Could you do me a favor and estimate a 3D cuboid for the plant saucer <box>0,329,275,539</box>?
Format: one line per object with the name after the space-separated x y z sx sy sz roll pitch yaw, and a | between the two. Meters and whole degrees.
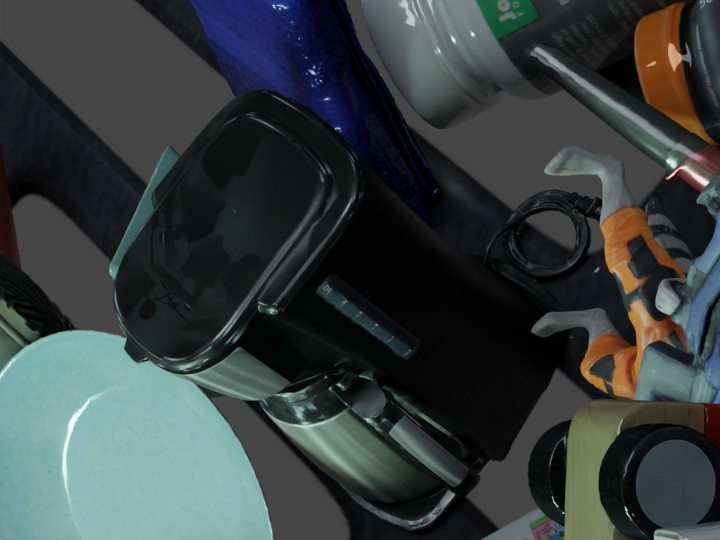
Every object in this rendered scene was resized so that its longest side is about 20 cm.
-0.113 0.122 1.251 0.200 0.039 0.203 12 111 32 | plant saucer

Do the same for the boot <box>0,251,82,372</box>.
-0.231 0.097 1.321 0.200 0.182 0.073 -37 29 8 | boot

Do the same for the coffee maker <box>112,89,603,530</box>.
0.000 0.000 1.183 0.134 0.200 0.193 10 69 39 | coffee maker

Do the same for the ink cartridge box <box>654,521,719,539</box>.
0.219 0.183 0.915 0.198 0.041 0.202 -6 88 -10 | ink cartridge box

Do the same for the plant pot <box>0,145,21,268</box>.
-0.281 0.003 1.411 0.200 0.200 0.178 -34 57 15 | plant pot

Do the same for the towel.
-0.033 -0.114 1.285 0.049 0.201 0.148 -38 45 -12 | towel

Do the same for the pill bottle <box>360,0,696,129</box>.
0.107 -0.157 1.260 0.199 0.113 0.114 -27 50 21 | pill bottle

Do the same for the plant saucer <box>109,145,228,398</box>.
-0.081 0.007 1.253 0.019 0.200 0.070 18 74 18 | plant saucer

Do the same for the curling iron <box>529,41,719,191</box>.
0.158 -0.045 1.146 0.200 0.050 0.026 36 78 13 | curling iron

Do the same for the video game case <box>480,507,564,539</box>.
0.116 0.188 1.105 0.181 0.022 0.201 -31 48 18 | video game case

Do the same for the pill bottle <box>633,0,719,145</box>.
0.230 -0.117 1.148 0.199 0.106 0.107 -17 54 28 | pill bottle

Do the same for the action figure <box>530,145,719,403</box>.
0.159 0.018 1.083 0.193 0.104 0.201 45 136 36 | action figure

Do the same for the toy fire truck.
0.180 0.143 0.981 0.129 0.199 0.178 173 99 -70 | toy fire truck
